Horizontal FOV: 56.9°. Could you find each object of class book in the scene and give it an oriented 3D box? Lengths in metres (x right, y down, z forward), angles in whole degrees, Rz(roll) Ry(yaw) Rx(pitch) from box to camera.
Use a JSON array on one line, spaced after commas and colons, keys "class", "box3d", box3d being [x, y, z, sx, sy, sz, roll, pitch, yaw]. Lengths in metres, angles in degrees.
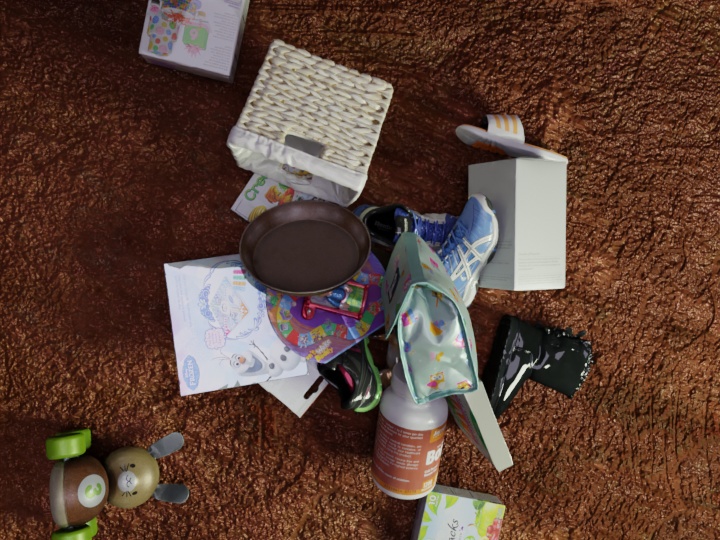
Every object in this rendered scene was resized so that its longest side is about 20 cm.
[{"class": "book", "box3d": [0.176, 0.220, 1.056, 0.048, 0.200, 0.135, -23, 95, -5]}]

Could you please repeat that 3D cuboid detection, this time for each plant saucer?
[{"class": "plant saucer", "box3d": [-0.083, -0.030, 1.002, 0.197, 0.202, 0.035, -4, 136, -6]}]

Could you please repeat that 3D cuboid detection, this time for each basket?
[{"class": "basket", "box3d": [-0.073, -0.207, 0.972, 0.196, 0.200, 0.163, 20, 88, -6]}]

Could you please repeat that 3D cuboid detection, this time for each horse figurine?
[{"class": "horse figurine", "box3d": [0.044, 0.147, 1.114, 0.131, 0.050, 0.203, 13, 89, -1]}]

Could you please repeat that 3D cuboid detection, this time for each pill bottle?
[{"class": "pill bottle", "box3d": [0.080, 0.252, 1.064, 0.110, 0.112, 0.203, 4, 112, -7]}]

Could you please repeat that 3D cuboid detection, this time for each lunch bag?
[{"class": "lunch bag", "box3d": [0.094, 0.061, 0.968, 0.120, 0.171, 0.202, -16, 116, 8]}]

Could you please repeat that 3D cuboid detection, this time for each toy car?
[{"class": "toy car", "box3d": [-0.371, 0.326, 1.035, 0.197, 0.158, 0.167, -5, 83, -17]}]

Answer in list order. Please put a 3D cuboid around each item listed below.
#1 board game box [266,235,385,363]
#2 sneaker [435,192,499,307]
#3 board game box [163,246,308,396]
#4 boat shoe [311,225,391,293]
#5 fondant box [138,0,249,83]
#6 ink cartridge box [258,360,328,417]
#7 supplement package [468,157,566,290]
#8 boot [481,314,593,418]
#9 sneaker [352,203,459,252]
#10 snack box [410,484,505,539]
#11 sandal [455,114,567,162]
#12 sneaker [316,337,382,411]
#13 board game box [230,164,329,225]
[{"class": "board game box", "box3d": [-0.043, 0.041, 1.015, 0.198, 0.039, 0.159, -31, 87, -15]}, {"class": "sneaker", "box3d": [0.158, -0.025, 1.047, 0.076, 0.076, 0.203, -2, 118, -29]}, {"class": "board game box", "box3d": [-0.191, 0.076, 1.031, 0.196, 0.043, 0.203, -7, 88, -13]}, {"class": "boat shoe", "box3d": [0.000, 0.000, 1.095, 0.198, 0.065, 0.073, 28, 55, -8]}, {"class": "fondant box", "box3d": [-0.253, -0.415, 1.045, 0.142, 0.058, 0.203, 12, 91, -7]}, {"class": "ink cartridge box", "box3d": [-0.141, 0.133, 1.091, 0.200, 0.050, 0.109, 42, 86, -8]}, {"class": "supplement package", "box3d": [0.252, -0.074, 1.075, 0.116, 0.116, 0.203, -2, 94, -30]}, {"class": "boot", "box3d": [0.297, 0.180, 1.135, 0.160, 0.073, 0.201, 18, 90, -10]}, {"class": "sneaker", "box3d": [0.083, -0.061, 1.072, 0.196, 0.115, 0.082, 8, 93, -8]}, {"class": "snack box", "box3d": [0.156, 0.480, 1.142, 0.140, 0.053, 0.203, 12, 92, -6]}, {"class": "sandal", "box3d": [0.255, -0.224, 1.108, 0.204, 0.079, 0.060, 13, 90, -16]}, {"class": "sneaker", "box3d": [-0.032, 0.127, 1.053, 0.083, 0.077, 0.202, -6, 61, -42]}, {"class": "board game box", "box3d": [-0.105, -0.147, 1.087, 0.125, 0.035, 0.201, 34, 89, -6]}]
